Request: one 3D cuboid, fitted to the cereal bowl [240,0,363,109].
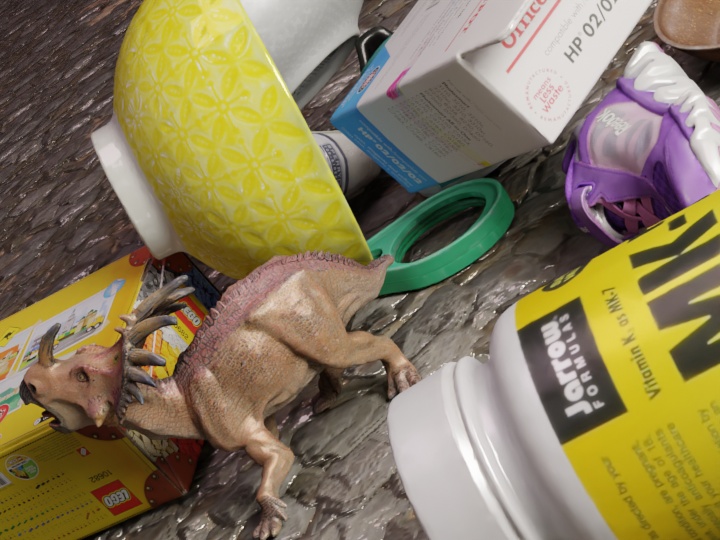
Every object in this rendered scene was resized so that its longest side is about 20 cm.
[{"bbox_3d":[-0.062,-0.153,1.133,0.200,0.083,0.200,-46,-3,-3],"label":"cereal bowl"}]

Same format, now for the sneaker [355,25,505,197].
[{"bbox_3d":[0.037,-0.106,1.064,0.071,0.080,0.200,-36,22,-3],"label":"sneaker"}]

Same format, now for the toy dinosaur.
[{"bbox_3d":[-0.056,0.036,0.840,0.200,0.136,0.086,-42,23,-17],"label":"toy dinosaur"}]

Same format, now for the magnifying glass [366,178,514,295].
[{"bbox_3d":[0.000,0.000,0.987,0.199,0.022,0.080,-26,24,24],"label":"magnifying glass"}]

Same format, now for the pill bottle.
[{"bbox_3d":[0.117,0.041,0.605,0.199,0.114,0.114,-30,22,14],"label":"pill bottle"}]

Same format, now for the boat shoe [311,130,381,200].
[{"bbox_3d":[-0.062,-0.059,1.156,0.070,0.071,0.200,-17,1,-41],"label":"boat shoe"}]

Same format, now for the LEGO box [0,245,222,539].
[{"bbox_3d":[-0.181,0.086,0.978,0.199,0.077,0.149,-25,30,28],"label":"LEGO box"}]

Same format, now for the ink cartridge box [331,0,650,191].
[{"bbox_3d":[0.077,-0.117,0.882,0.115,0.068,0.200,-54,15,-20],"label":"ink cartridge box"}]

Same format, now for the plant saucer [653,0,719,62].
[{"bbox_3d":[0.259,-0.170,0.934,0.200,0.037,0.201,-30,22,13],"label":"plant saucer"}]

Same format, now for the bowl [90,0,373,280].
[{"bbox_3d":[-0.084,-0.066,0.935,0.107,0.201,0.200,-27,22,-1],"label":"bowl"}]

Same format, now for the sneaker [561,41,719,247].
[{"bbox_3d":[0.142,-0.041,0.799,0.088,0.081,0.200,-39,16,10],"label":"sneaker"}]
